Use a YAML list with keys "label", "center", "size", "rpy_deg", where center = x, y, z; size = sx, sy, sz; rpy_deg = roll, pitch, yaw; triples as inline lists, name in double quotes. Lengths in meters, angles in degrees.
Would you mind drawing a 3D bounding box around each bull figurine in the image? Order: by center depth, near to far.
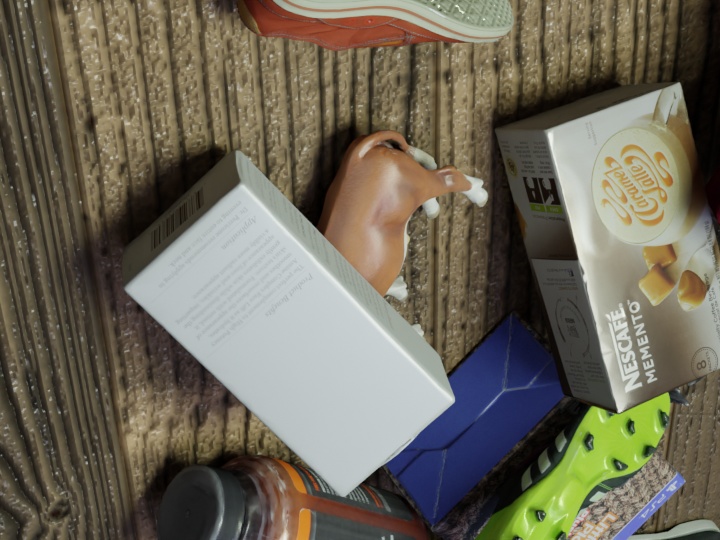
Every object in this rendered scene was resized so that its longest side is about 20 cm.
- label: "bull figurine"
  center: [0.000, 0.000, 1.016]
  size: [0.121, 0.065, 0.201]
  rpy_deg: [3, 123, -40]

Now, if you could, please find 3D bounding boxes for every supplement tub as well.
- label: "supplement tub"
  center: [-0.049, 0.194, 1.099]
  size: [0.199, 0.107, 0.107]
  rpy_deg: [24, 108, -41]

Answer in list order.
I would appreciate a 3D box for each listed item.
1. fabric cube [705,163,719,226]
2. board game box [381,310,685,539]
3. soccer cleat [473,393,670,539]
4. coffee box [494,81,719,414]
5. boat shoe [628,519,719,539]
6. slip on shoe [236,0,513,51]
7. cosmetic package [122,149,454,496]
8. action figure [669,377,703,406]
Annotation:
- label: "fabric cube"
  center: [0.372, -0.077, 1.053]
  size: [0.197, 0.199, 0.199]
  rpy_deg: [-61, 177, 13]
- label: "board game box"
  center: [0.137, 0.156, 1.203]
  size: [0.159, 0.097, 0.200]
  rpy_deg: [-46, 135, 4]
- label: "soccer cleat"
  center: [0.146, 0.145, 1.091]
  size: [0.200, 0.081, 0.068]
  rpy_deg: [-44, 106, -24]
- label: "coffee box"
  center: [0.179, -0.018, 1.052]
  size: [0.114, 0.080, 0.201]
  rpy_deg: [-19, 102, -20]
- label: "boat shoe"
  center: [0.274, 0.287, 1.423]
  size: [0.199, 0.060, 0.076]
  rpy_deg: [-16, 130, -24]
- label: "slip on shoe"
  center: [0.011, -0.164, 0.906]
  size: [0.199, 0.075, 0.061]
  rpy_deg: [-5, 160, -39]
- label: "cosmetic package"
  center: [-0.044, 0.034, 0.944]
  size: [0.102, 0.074, 0.200]
  rpy_deg: [-40, 111, 10]
- label: "action figure"
  center: [0.260, 0.026, 1.182]
  size: [0.199, 0.119, 0.102]
  rpy_deg: [-24, 144, -30]
